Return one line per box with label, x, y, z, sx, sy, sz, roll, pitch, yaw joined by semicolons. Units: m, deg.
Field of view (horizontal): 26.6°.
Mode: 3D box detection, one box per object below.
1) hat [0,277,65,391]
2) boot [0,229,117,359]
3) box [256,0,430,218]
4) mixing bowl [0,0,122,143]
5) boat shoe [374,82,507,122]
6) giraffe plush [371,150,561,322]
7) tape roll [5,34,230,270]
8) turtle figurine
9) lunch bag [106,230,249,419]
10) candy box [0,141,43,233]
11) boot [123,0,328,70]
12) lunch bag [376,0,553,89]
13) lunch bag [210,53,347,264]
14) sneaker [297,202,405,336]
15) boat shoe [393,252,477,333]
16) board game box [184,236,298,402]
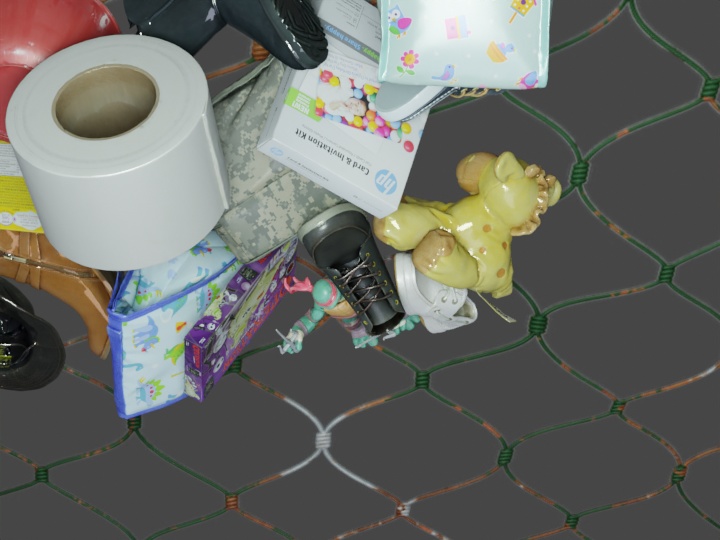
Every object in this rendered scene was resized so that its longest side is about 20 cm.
hat;-0.446;0.062;1.866;0.200;0.081;0.201;5;141;4
boot;-0.362;0.013;1.828;0.154;0.074;0.200;5;118;-6
box;-0.006;-0.178;1.577;0.156;0.200;0.041;29;155;-21
mixing bowl;-0.354;-0.208;1.614;0.199;0.109;0.201;0;130;0
boat shoe;0.108;-0.204;1.581;0.200;0.071;0.091;-44;128;-12
giraffe plush;0.136;-0.064;1.709;0.200;0.173;0.162;34;102;8
tape roll;-0.239;-0.119;1.520;0.202;0.203;0.139;-4;139;5
turtle figurine;-0.012;0.048;1.796;0.149;0.101;0.200;-6;171;26
lunch bag;-0.222;0.056;1.771;0.127;0.200;0.170;23;135;21
candy box;-0.367;-0.094;1.692;0.199;0.026;0.103;6;96;23
boot;-0.141;-0.248;1.549;0.168;0.076;0.200;-38;79;28
lunch bag;0.101;-0.279;1.445;0.170;0.122;0.201;4;109;4
lunch bag;-0.097;-0.134;1.652;0.200;0.139;0.168;-31;111;25
sneaker;0.000;0.000;1.653;0.075;0.106;0.200;-31;159;6
boat shoe;0.092;0.022;1.788;0.069;0.071;0.200;-6;163;18
board game box;-0.135;0.044;1.731;0.032;0.200;0.120;30;148;10
